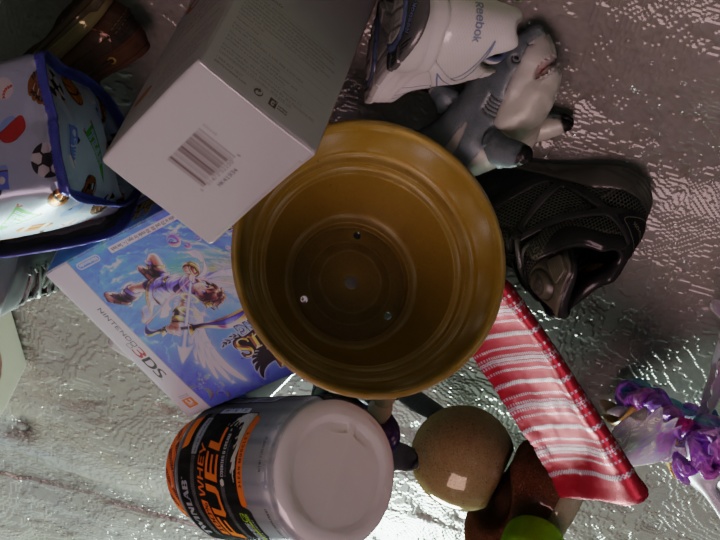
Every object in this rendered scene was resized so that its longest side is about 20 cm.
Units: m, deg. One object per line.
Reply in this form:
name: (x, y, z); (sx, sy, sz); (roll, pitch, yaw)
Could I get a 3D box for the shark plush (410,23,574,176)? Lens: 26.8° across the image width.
shark plush: (0.074, -0.114, 1.138); (0.199, 0.091, 0.084); (-16, 102, 48)

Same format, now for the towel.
towel: (0.138, 0.098, 1.182); (0.201, 0.022, 0.144); (56, 163, -7)

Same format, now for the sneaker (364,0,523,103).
sneaker: (0.051, -0.148, 1.027); (0.086, 0.076, 0.200); (7, -179, -10)

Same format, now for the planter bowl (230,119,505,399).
planter bowl: (0.000, 0.000, 1.097); (0.198, 0.202, 0.083); (23, 162, -5)

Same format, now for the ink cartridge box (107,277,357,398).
ink cartridge box: (-0.103, 0.024, 1.289); (0.144, 0.085, 0.200); (33, 134, -14)

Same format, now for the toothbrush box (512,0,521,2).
toothbrush box: (0.051, -0.284, 0.941); (0.144, 0.087, 0.201); (12, 134, 5)

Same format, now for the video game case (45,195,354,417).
video game case: (-0.119, 0.017, 1.198); (0.199, 0.046, 0.181); (-24, 121, 34)

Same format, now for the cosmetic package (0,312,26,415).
cosmetic package: (-0.387, 0.041, 1.398); (0.102, 0.088, 0.202); (5, 134, 12)

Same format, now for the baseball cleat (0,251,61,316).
baseball cleat: (-0.259, -0.005, 1.249); (0.105, 0.200, 0.070); (22, 111, -9)

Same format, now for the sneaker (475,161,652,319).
sneaker: (0.116, -0.026, 1.152); (0.197, 0.115, 0.077); (4, 134, 21)

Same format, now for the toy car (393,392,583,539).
toy car: (0.092, 0.180, 1.334); (0.198, 0.165, 0.159); (28, 136, 4)

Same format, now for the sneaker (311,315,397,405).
sneaker: (0.030, 0.083, 1.305); (0.074, 0.081, 0.199); (39, 132, -21)

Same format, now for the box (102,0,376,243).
box: (-0.077, -0.139, 1.039); (0.097, 0.201, 0.124); (37, 133, -18)

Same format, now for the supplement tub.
supplement tub: (-0.073, 0.165, 1.242); (0.122, 0.123, 0.199); (43, 153, -23)

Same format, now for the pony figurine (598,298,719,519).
pony figurine: (0.278, 0.139, 1.222); (0.200, 0.166, 0.194); (42, 159, 21)

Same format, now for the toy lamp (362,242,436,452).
toy lamp: (0.033, 0.060, 1.212); (0.058, 0.058, 0.202); (18, 128, 1)

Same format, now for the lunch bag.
lunch bag: (-0.262, -0.073, 1.117); (0.168, 0.200, 0.126); (-10, 86, 8)

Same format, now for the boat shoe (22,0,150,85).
boat shoe: (-0.239, -0.142, 1.183); (0.067, 0.072, 0.199); (40, 129, -19)
